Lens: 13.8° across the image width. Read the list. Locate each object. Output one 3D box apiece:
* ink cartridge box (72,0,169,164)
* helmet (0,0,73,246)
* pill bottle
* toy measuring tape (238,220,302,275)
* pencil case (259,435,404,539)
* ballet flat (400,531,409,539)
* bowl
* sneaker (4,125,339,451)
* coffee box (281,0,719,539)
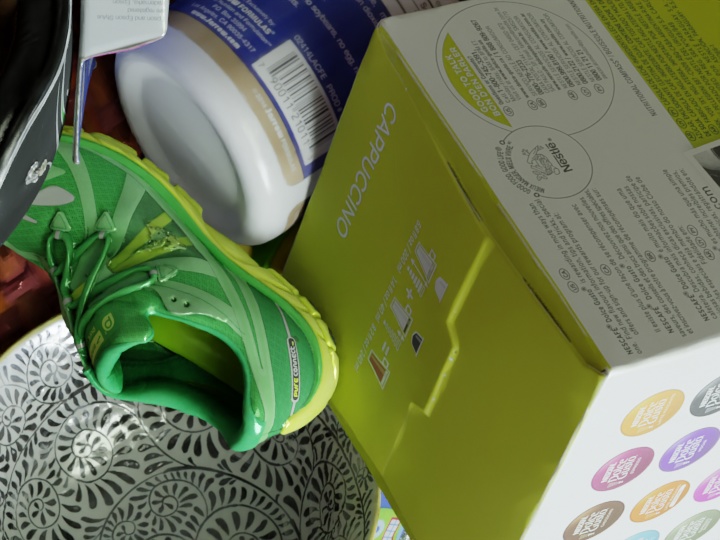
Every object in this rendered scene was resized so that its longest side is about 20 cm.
[{"bbox_3d":[-0.096,-0.163,1.255,0.043,0.196,0.200,1,106,-4],"label":"ink cartridge box"},{"bbox_3d":[-0.211,-0.074,1.207,0.200,0.191,0.200,10,64,-20],"label":"helmet"},{"bbox_3d":[-0.005,-0.108,1.377,0.200,0.116,0.116,-35,122,-23],"label":"pill bottle"},{"bbox_3d":[0.000,0.000,1.452,0.200,0.074,0.074,17,96,-45],"label":"toy measuring tape"},{"bbox_3d":[-0.018,0.135,1.459,0.087,0.078,0.200,6,109,-44],"label":"pencil case"},{"bbox_3d":[0.055,0.166,1.550,0.074,0.074,0.200,-40,121,-16],"label":"ballet flat"},{"bbox_3d":[-0.090,0.118,1.383,0.201,0.201,0.094,-39,159,-17],"label":"bowl"},{"bbox_3d":[-0.102,0.006,1.315,0.084,0.200,0.074,-44,165,-49],"label":"sneaker"},{"bbox_3d":[0.106,0.007,1.307,0.198,0.200,0.200,-15,147,-29],"label":"coffee box"}]
